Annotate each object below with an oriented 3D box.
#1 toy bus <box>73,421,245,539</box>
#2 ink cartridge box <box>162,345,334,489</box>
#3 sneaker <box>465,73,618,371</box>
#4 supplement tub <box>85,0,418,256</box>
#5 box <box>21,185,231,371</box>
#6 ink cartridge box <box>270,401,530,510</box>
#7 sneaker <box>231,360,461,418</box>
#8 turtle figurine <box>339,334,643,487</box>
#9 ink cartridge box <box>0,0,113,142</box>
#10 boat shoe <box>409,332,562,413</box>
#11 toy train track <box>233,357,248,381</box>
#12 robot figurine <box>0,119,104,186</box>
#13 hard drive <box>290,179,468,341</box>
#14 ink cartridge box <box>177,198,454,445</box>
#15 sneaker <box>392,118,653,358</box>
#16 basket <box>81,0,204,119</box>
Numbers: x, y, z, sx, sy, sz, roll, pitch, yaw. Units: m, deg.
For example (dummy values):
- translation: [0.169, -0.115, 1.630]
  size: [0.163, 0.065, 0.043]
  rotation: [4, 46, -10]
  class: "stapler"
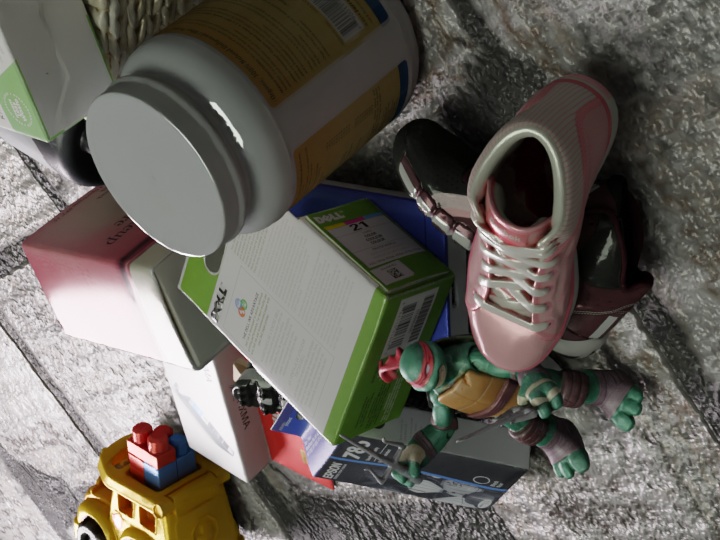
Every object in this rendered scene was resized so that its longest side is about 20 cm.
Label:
- translation: [-0.238, 0.247, 1.617]
  size: [0.199, 0.135, 0.194]
  rotation: [19, 125, 41]
  class: "toy bus"
- translation: [-0.118, 0.129, 1.418]
  size: [0.175, 0.045, 0.201]
  rotation: [24, 140, 35]
  class: "ink cartridge box"
- translation: [0.094, -0.015, 0.870]
  size: [0.075, 0.105, 0.202]
  rotation: [23, 120, 18]
  class: "sneaker"
- translation: [-0.070, -0.116, 0.959]
  size: [0.144, 0.200, 0.146]
  rotation: [29, 142, 26]
  class: "supplement tub"
- translation: [-0.183, -0.004, 1.278]
  size: [0.199, 0.128, 0.110]
  rotation: [9, 130, 44]
  class: "box"
- translation: [0.030, 0.146, 1.169]
  size: [0.198, 0.040, 0.100]
  rotation: [13, 149, -10]
  class: "ink cartridge box"
- translation: [-0.004, 0.091, 1.221]
  size: [0.198, 0.091, 0.067]
  rotation: [14, 151, 5]
  class: "sneaker"
- translation: [0.091, 0.090, 0.996]
  size: [0.198, 0.102, 0.149]
  rotation: [13, 150, -31]
  class: "turtle figurine"
- translation: [-0.265, -0.167, 0.966]
  size: [0.199, 0.067, 0.118]
  rotation: [18, 138, 40]
  class: "ink cartridge box"
- translation: [0.069, 0.083, 1.127]
  size: [0.199, 0.066, 0.070]
  rotation: [18, 137, 39]
  class: "boat shoe"
- translation: [-0.036, 0.137, 1.310]
  size: [0.199, 0.033, 0.115]
  rotation: [25, 140, 18]
  class: "toy train track"
- translation: [-0.248, -0.146, 1.208]
  size: [0.199, 0.125, 0.151]
  rotation: [31, 131, 25]
  class: "robot figurine"
- translation: [0.000, 0.000, 1.123]
  size: [0.199, 0.025, 0.133]
  rotation: [12, 112, 43]
  class: "hard drive"
- translation: [-0.040, 0.008, 1.094]
  size: [0.200, 0.075, 0.149]
  rotation: [42, 130, 29]
  class: "ink cartridge box"
- translation: [0.119, -0.047, 0.948]
  size: [0.200, 0.076, 0.116]
  rotation: [47, 132, 2]
  class: "sneaker"
- translation: [-0.188, -0.243, 1.007]
  size: [0.200, 0.161, 0.199]
  rotation: [38, 147, 18]
  class: "basket"
